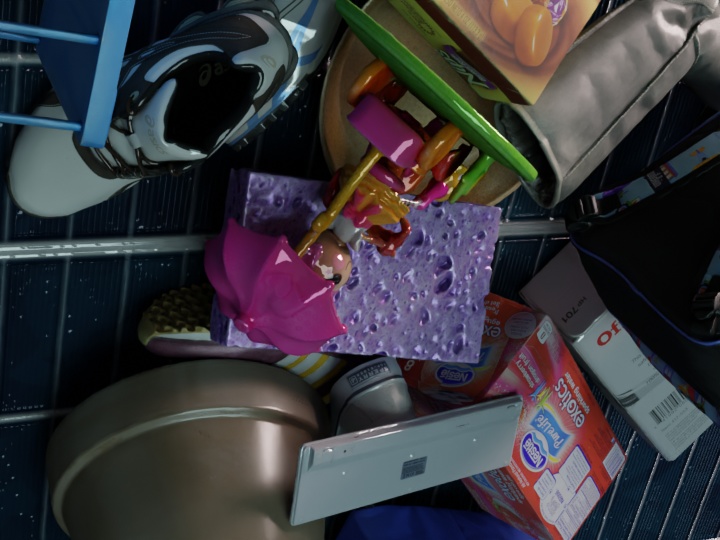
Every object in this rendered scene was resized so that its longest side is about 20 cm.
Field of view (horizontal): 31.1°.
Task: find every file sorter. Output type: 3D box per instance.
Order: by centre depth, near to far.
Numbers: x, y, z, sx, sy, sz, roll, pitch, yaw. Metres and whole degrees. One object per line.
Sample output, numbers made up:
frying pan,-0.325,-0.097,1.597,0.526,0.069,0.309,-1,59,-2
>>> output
file sorter,-0.179,-0.186,0.640,0.122,0.139,0.201,4,117,-26

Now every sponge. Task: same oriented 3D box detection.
sponge,0.000,0.000,0.856,0.199,0.030,0.112,6,96,-32

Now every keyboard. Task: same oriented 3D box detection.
keyboard,0.036,0.124,0.862,0.199,0.011,0.057,-7,119,-40

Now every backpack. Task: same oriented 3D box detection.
backpack,0.267,-0.020,0.865,0.200,0.183,0.135,-37,129,-5
backpack,0.074,0.296,1.068,0.199,0.168,0.163,5,129,-33

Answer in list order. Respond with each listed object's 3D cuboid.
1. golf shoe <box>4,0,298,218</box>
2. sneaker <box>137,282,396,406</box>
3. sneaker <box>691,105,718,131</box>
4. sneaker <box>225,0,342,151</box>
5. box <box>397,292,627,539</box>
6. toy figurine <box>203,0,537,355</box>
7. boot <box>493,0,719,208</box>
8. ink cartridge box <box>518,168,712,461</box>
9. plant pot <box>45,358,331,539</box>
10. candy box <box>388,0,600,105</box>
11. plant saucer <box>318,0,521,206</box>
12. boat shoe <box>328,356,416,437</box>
golf shoe,-0.129,-0.085,0.734,0.199,0.095,0.078,-32,112,15
sneaker,-0.059,0.060,0.901,0.199,0.075,0.091,-2,117,-26
sneaker,0.326,-0.126,0.995,0.084,0.073,0.201,21,106,-34
sneaker,-0.040,-0.164,0.783,0.072,0.072,0.201,29,112,-5
box,0.117,0.115,1.005,0.100,0.095,0.200,-51,133,-18
toy figurine,-0.010,-0.036,0.763,0.184,0.150,0.200,-49,172,7
boot,0.190,-0.116,0.893,0.200,0.072,0.182,-52,129,-18
ink cartridge box,0.242,0.040,1.047,0.146,0.086,0.200,-44,129,1
plant pot,-0.100,0.186,0.857,0.199,0.174,0.201,-11,142,-9
candy box,0.109,-0.217,0.792,0.117,0.056,0.201,38,80,-34
plant saucer,0.057,-0.126,0.872,0.199,0.035,0.201,-14,126,-21
boat shoe,0.018,0.132,0.946,0.071,0.070,0.200,-22,156,-13
